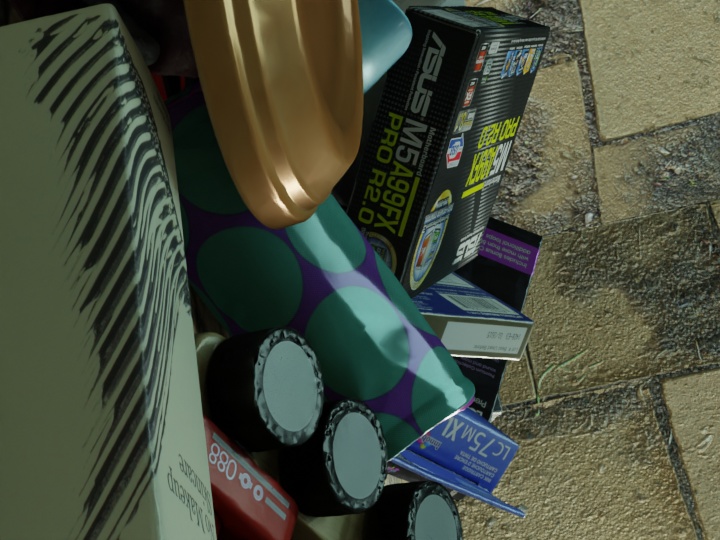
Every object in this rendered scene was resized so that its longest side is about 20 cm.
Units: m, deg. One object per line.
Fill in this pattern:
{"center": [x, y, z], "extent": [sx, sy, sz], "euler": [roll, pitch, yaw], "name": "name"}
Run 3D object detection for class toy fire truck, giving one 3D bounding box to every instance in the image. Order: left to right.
{"center": [-0.040, 0.144, 0.582], "extent": [0.176, 0.128, 0.201], "euler": [49, 45, -38], "name": "toy fire truck"}

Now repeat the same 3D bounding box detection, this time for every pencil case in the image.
{"center": [-0.036, 0.006, 0.705], "extent": [0.201, 0.092, 0.085], "euler": [54, 49, -8], "name": "pencil case"}

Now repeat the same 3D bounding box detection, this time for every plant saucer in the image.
{"center": [-0.030, -0.118, 0.604], "extent": [0.200, 0.037, 0.202], "euler": [-6, 90, -80], "name": "plant saucer"}

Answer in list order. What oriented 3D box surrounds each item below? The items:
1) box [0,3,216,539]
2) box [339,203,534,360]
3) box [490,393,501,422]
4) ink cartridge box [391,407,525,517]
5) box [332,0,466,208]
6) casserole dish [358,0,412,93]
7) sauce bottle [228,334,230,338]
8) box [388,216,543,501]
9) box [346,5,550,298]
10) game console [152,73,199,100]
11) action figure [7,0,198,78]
{"center": [-0.095, 0.018, 0.507], "extent": [0.082, 0.068, 0.202], "euler": [69, 9, -64], "name": "box"}
{"center": [0.000, 0.000, 0.952], "extent": [0.200, 0.120, 0.033], "euler": [35, -69, 44], "name": "box"}
{"center": [0.006, 0.032, 1.141], "extent": [0.107, 0.147, 0.202], "euler": [124, -43, -69], "name": "box"}
{"center": [0.010, 0.068, 0.877], "extent": [0.119, 0.042, 0.200], "euler": [30, 5, -36], "name": "ink cartridge box"}
{"center": [-0.017, -0.141, 1.047], "extent": [0.200, 0.106, 0.153], "euler": [34, -22, 38], "name": "box"}
{"center": [-0.045, -0.122, 0.793], "extent": [0.039, 0.121, 0.200], "euler": [-62, -171, -14], "name": "casserole dish"}
{"center": [-0.053, 0.069, 0.992], "extent": [0.065, 0.064, 0.202], "euler": [68, 12, -66], "name": "sauce bottle"}
{"center": [0.036, 0.043, 1.068], "extent": [0.036, 0.142, 0.202], "euler": [123, -14, -69], "name": "box"}
{"center": [0.051, -0.074, 0.903], "extent": [0.200, 0.044, 0.162], "euler": [-25, 134, -70], "name": "box"}
{"center": [-0.122, -0.141, 0.909], "extent": [0.178, 0.031, 0.201], "euler": [82, 0, -48], "name": "game console"}
{"center": [-0.084, -0.187, 0.643], "extent": [0.134, 0.148, 0.201], "euler": [101, 12, -54], "name": "action figure"}
